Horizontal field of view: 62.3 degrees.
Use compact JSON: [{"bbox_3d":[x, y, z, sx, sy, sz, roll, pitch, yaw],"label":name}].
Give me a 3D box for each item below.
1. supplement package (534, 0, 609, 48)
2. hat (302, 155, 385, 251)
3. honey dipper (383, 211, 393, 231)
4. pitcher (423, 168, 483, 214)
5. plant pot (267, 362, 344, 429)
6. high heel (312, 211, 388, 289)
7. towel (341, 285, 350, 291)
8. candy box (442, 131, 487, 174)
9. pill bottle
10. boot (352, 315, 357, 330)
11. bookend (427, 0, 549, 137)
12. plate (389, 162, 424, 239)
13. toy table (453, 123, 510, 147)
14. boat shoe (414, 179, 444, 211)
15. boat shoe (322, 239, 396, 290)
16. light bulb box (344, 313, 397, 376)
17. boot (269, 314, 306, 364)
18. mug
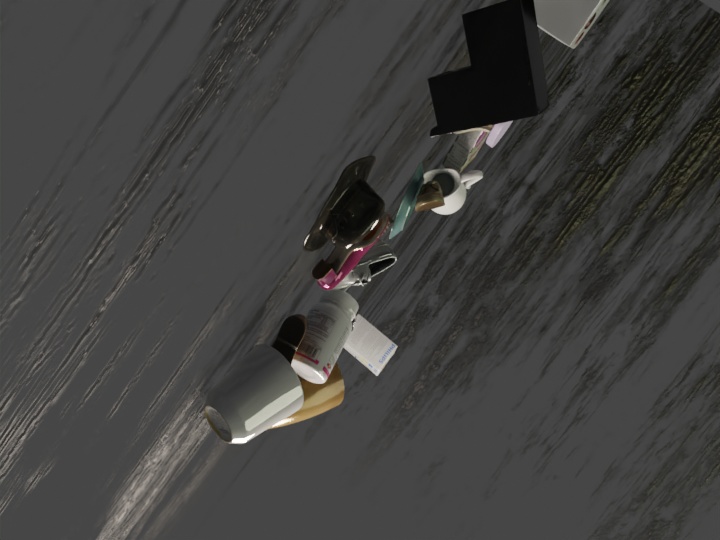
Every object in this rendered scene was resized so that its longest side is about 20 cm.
[{"bbox_3d":[0.452,-0.599,1.269,0.193,0.146,0.200,-57,171,28],"label":"supplement package"},{"bbox_3d":[-0.010,-0.094,1.021,0.201,0.080,0.201,-51,170,-13],"label":"hat"},{"bbox_3d":[0.003,-0.051,1.401,0.201,0.038,0.038,-51,171,-5],"label":"honey dipper"},{"bbox_3d":[0.258,-0.230,1.660,0.168,0.124,0.200,-11,173,11],"label":"pitcher"},{"bbox_3d":[-0.170,0.293,1.443,0.199,0.187,0.187,-27,156,-40],"label":"plant pot"},{"bbox_3d":[-0.014,-0.038,1.232,0.200,0.067,0.096,-48,161,-2],"label":"high heel"},{"bbox_3d":[-0.005,0.006,1.525,0.147,0.024,0.200,-46,179,26],"label":"towel"},{"bbox_3d":[0.321,-0.384,1.691,0.136,0.061,0.201,-46,169,-42],"label":"candy box"},{"bbox_3d":[-0.087,0.148,1.383,0.202,0.112,0.114,-61,176,-27],"label":"pill bottle"},{"bbox_3d":[-0.061,0.136,1.588,0.074,0.095,0.200,-49,171,-16],"label":"boot"},{"bbox_3d":[0.203,-0.353,1.020,0.197,0.202,0.092,-5,-160,32],"label":"bookend"},{"bbox_3d":[0.120,-0.166,1.459,0.200,0.025,0.203,25,89,-84],"label":"plate"},{"bbox_3d":[0.315,-0.391,1.456,0.185,0.116,0.200,-52,172,-5],"label":"toy table"},{"bbox_3d":[0.164,-0.180,1.421,0.071,0.066,0.200,-12,-177,15],"label":"boat shoe"},{"bbox_3d":[0.000,0.000,1.357,0.198,0.068,0.073,-26,144,-35],"label":"boat shoe"},{"bbox_3d":[0.030,0.295,2.336,0.125,0.199,0.199,-50,171,-12],"label":"light bulb box"},{"bbox_3d":[-0.174,0.183,1.295,0.202,0.073,0.075,-57,-179,8],"label":"boot"},{"bbox_3d":[-0.214,0.256,1.137,0.152,0.149,0.188,-35,155,-39],"label":"mug"}]
